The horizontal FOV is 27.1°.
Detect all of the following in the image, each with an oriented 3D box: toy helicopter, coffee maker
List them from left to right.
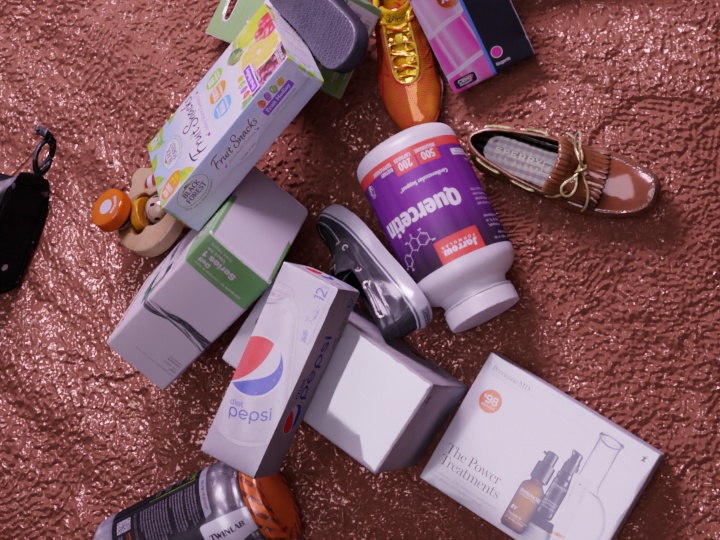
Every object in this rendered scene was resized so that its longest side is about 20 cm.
[{"bbox_3d":[-0.467,-0.089,1.709,0.199,0.135,0.193,21,68,17],"label":"coffee maker"},{"bbox_3d":[-0.198,-0.107,1.632,0.132,0.079,0.201,9,71,44],"label":"toy helicopter"}]

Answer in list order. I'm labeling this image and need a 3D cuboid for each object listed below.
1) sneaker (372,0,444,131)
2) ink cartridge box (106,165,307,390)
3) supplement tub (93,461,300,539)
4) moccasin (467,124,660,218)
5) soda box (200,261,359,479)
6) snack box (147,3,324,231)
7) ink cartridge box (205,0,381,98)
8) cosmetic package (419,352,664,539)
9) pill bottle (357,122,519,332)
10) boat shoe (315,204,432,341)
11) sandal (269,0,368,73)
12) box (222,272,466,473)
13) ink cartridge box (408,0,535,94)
[{"bbox_3d":[0.040,-0.239,1.577,0.073,0.077,0.201,-12,83,14],"label":"sneaker"},{"bbox_3d":[-0.158,0.009,1.542,0.084,0.146,0.200,40,123,-11],"label":"ink cartridge box"},{"bbox_3d":[-0.171,0.280,1.575,0.199,0.122,0.123,-28,78,14],"label":"supplement tub"},{"bbox_3d":[0.205,-0.105,1.513,0.201,0.078,0.074,25,93,18],"label":"moccasin"},{"bbox_3d":[-0.076,0.095,1.430,0.063,0.068,0.201,26,95,18],"label":"soda box"},{"bbox_3d":[-0.130,-0.155,1.501,0.200,0.053,0.142,-48,29,16],"label":"snack box"},{"bbox_3d":[-0.074,-0.266,1.606,0.200,0.059,0.104,31,96,47],"label":"ink cartridge box"},{"bbox_3d":[0.183,0.197,1.510,0.199,0.052,0.151,31,92,17],"label":"cosmetic package"},{"bbox_3d":[0.084,-0.043,1.527,0.112,0.112,0.201,-29,77,13],"label":"pill bottle"},{"bbox_3d":[0.000,0.000,1.536,0.056,0.069,0.200,-30,45,-14],"label":"boat shoe"},{"bbox_3d":[-0.046,-0.273,1.513,0.076,0.043,0.201,-46,56,31],"label":"sandal"},{"bbox_3d":[-0.014,0.105,1.525,0.200,0.152,0.107,36,95,17],"label":"box"},{"bbox_3d":[0.096,-0.288,1.527,0.094,0.037,0.201,-26,112,7],"label":"ink cartridge box"}]
